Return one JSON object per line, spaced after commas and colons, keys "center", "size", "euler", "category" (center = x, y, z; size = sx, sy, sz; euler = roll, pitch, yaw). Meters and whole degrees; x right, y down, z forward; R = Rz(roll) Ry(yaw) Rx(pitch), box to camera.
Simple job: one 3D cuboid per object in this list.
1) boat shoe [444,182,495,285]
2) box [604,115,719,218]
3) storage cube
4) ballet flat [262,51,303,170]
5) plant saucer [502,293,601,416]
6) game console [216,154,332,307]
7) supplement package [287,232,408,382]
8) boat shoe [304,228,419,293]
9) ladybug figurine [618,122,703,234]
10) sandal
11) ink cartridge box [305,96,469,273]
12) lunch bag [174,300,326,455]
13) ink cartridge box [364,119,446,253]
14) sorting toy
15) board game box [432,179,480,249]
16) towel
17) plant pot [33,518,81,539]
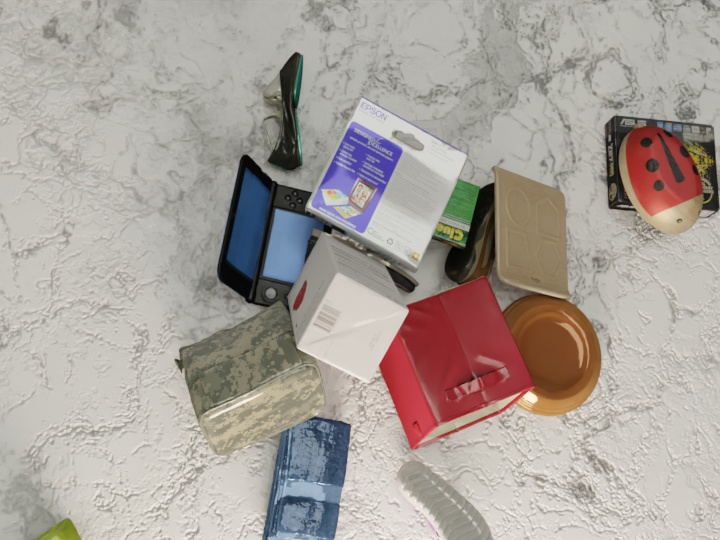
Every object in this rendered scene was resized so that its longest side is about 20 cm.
{"center": [0.200, -0.052, 1.488], "size": [0.074, 0.075, 0.203], "euler": [40, 60, -29], "category": "boat shoe"}
{"center": [0.538, -0.185, 1.600], "size": [0.195, 0.049, 0.165], "euler": [5, 74, -9], "category": "box"}
{"center": [0.132, 0.144, 1.356], "size": [0.168, 0.201, 0.183], "euler": [-19, 74, -15], "category": "storage cube"}
{"center": [-0.128, -0.266, 1.470], "size": [0.067, 0.068, 0.205], "euler": [0, 75, -3], "category": "ballet flat"}
{"center": [0.311, 0.136, 1.476], "size": [0.195, 0.037, 0.205], "euler": [3, 75, -12], "category": "plant saucer"}
{"center": [-0.125, -0.052, 1.388], "size": [0.167, 0.118, 0.205], "euler": [12, 74, -8], "category": "game console"}
{"center": [-0.024, 0.048, 1.288], "size": [0.118, 0.200, 0.123], "euler": [26, 102, -15], "category": "supplement package"}
{"center": [0.000, 0.000, 1.425], "size": [0.197, 0.073, 0.064], "euler": [25, 88, -18], "category": "boat shoe"}
{"center": [0.518, -0.163, 1.528], "size": [0.134, 0.072, 0.203], "euler": [-24, 82, -14], "category": "ladybug figurine"}
{"center": [0.132, 0.378, 1.373], "size": [0.082, 0.050, 0.203], "euler": [-30, 71, -32], "category": "sandal"}
{"center": [0.042, -0.132, 1.371], "size": [0.195, 0.043, 0.203], "euler": [28, 78, -3], "category": "ink cartridge box"}
{"center": [-0.161, 0.146, 1.314], "size": [0.197, 0.141, 0.169], "euler": [-24, 52, -10], "category": "lunch bag"}
{"center": [0.070, -0.136, 1.468], "size": [0.142, 0.084, 0.205], "euler": [-3, 78, -12], "category": "ink cartridge box"}
{"center": [0.280, -0.059, 1.490], "size": [0.182, 0.036, 0.205], "euler": [13, 68, -39], "category": "sorting toy"}
{"center": [0.084, -0.115, 1.409], "size": [0.196, 0.023, 0.107], "euler": [20, 73, -6], "category": "board game box"}
{"center": [-0.078, 0.317, 1.340], "size": [0.109, 0.049, 0.205], "euler": [12, 73, -10], "category": "towel"}
{"center": [-0.422, 0.461, 1.157], "size": [0.198, 0.199, 0.184], "euler": [-32, 90, -18], "category": "plant pot"}
